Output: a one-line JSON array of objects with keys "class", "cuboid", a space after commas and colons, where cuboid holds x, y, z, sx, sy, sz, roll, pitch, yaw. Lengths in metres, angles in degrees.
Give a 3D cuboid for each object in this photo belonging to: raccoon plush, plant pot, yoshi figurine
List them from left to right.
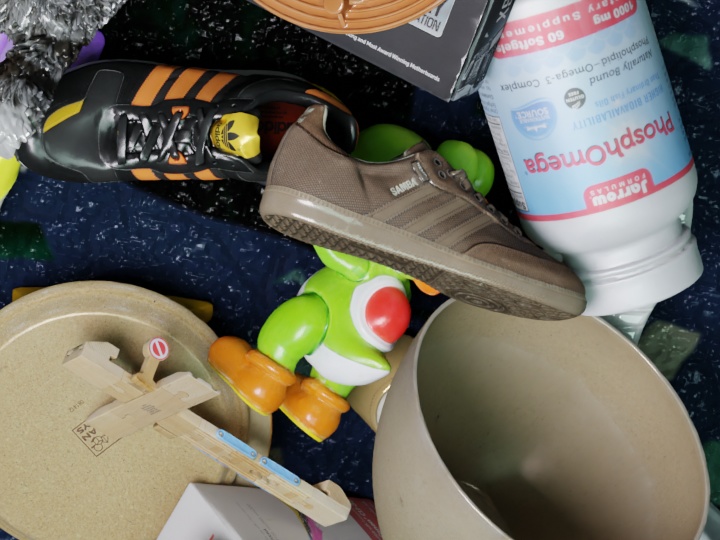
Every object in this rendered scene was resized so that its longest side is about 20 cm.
[{"class": "raccoon plush", "cuboid": [-0.193, -0.177, 1.482, 0.134, 0.200, 0.097, 40, 131, -21]}, {"class": "yoshi figurine", "cuboid": [-0.005, -0.006, 1.617, 0.112, 0.112, 0.200, 39, 97, -2]}, {"class": "plant pot", "cuboid": [0.085, 0.128, 1.590, 0.200, 0.200, 0.134, 25, 133, -16]}]

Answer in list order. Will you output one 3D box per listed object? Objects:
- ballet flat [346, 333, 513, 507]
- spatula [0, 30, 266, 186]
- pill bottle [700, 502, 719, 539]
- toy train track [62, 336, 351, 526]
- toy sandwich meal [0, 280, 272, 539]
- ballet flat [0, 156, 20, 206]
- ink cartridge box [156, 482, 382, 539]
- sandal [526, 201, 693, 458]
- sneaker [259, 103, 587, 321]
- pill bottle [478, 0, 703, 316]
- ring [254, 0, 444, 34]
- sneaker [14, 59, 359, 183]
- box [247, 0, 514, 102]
[{"class": "ballet flat", "cuboid": [0.064, 0.108, 1.693, 0.200, 0.063, 0.069, 39, 105, -20]}, {"class": "spatula", "cuboid": [-0.127, -0.096, 1.605, 0.200, 0.021, 0.057, 28, 107, -17]}, {"class": "pill bottle", "cuboid": [0.159, 0.234, 1.732, 0.200, 0.113, 0.113, -41, 112, 12]}, {"class": "toy train track", "cuboid": [-0.086, 0.090, 1.605, 0.200, 0.033, 0.115, 34, 146, -24]}, {"class": "toy sandwich meal", "cuboid": [-0.154, 0.086, 1.662, 0.205, 0.070, 0.205, -1, 112, -3]}, {"class": "ballet flat", "cuboid": [-0.255, -0.034, 1.604, 0.200, 0.067, 0.067, -37, 134, 14]}, {"class": "ink cartridge box", "cuboid": [-0.072, 0.196, 1.667, 0.200, 0.067, 0.117, 11, 116, -46]}, {"class": "sandal", "cuboid": [0.145, 0.014, 1.668, 0.082, 0.050, 0.203, 19, 100, 2]}, {"class": "sneaker", "cuboid": [0.045, -0.032, 1.529, 0.200, 0.070, 0.076, 20, 78, -18]}, {"class": "pill bottle", "cuboid": [0.132, -0.081, 1.573, 0.109, 0.109, 0.200, -18, 104, 3]}, {"class": "ring", "cuboid": [-0.013, -0.227, 1.465, 0.200, 0.019, 0.201, 5, 103, 25]}, {"class": "sneaker", "cuboid": [-0.097, -0.084, 1.550, 0.200, 0.090, 0.070, -3, 99, -23]}, {"class": "box", "cuboid": [0.002, -0.207, 1.501, 0.200, 0.050, 0.158, 29, 113, 17]}]
